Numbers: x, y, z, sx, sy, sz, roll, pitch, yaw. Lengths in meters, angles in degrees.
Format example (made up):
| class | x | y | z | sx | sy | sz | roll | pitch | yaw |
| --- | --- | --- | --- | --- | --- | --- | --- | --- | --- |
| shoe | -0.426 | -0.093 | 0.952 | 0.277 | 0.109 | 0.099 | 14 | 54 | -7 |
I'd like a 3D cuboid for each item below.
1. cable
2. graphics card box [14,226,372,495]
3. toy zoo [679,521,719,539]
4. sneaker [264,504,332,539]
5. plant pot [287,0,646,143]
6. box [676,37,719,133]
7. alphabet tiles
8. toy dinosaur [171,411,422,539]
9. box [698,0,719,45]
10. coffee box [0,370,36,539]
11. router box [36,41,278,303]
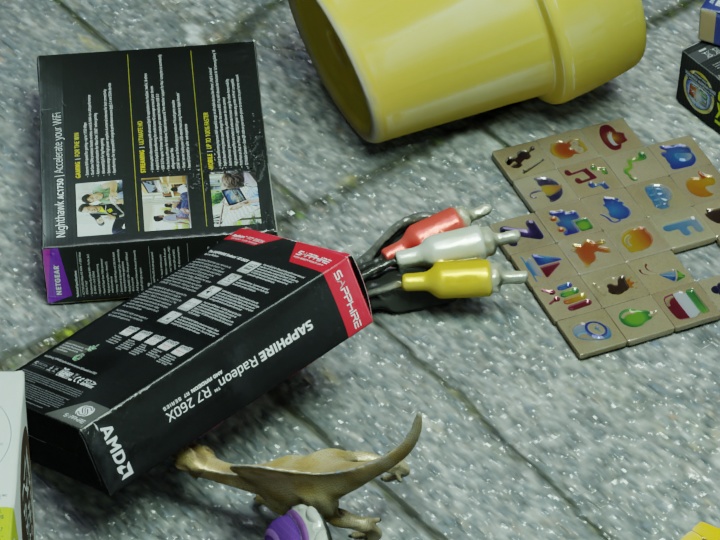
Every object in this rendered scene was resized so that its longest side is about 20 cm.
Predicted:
| class | x | y | z | sx | sy | sz | roll | pitch | yaw |
| --- | --- | --- | --- | --- | --- | --- | --- | --- | --- |
| cable | 0.000 | 0.000 | 1.765 | 0.199 | 0.050 | 0.097 | -11 | 41 | -14 |
| graphics card box | -0.105 | 0.049 | 1.656 | 0.200 | 0.051 | 0.125 | -32 | 26 | -26 |
| toy zoo | 0.198 | 0.212 | 1.556 | 0.131 | 0.021 | 0.200 | 30 | 48 | 28 |
| sneaker | -0.047 | 0.205 | 1.515 | 0.083 | 0.081 | 0.200 | -5 | 40 | 6 |
| plant pot | 0.060 | -0.184 | 1.882 | 0.188 | 0.201 | 0.201 | -27 | 47 | -10 |
| box | 0.340 | -0.128 | 1.928 | 0.199 | 0.044 | 0.160 | -25 | 49 | -27 |
| alphabet tiles | 0.171 | -0.028 | 1.837 | 0.167 | 0.008 | 0.200 | -15 | 44 | -18 |
| toy dinosaur | -0.021 | 0.119 | 1.584 | 0.199 | 0.101 | 0.058 | -5 | 71 | 41 |
| box | 0.342 | -0.172 | 1.920 | 0.199 | 0.033 | 0.121 | 17 | 44 | 20 |
| coffee box | -0.265 | 0.185 | 1.432 | 0.199 | 0.200 | 0.198 | -1 | 41 | -2 |
| router box | -0.133 | -0.067 | 1.834 | 0.148 | 0.051 | 0.200 | -4 | 42 | -4 |
